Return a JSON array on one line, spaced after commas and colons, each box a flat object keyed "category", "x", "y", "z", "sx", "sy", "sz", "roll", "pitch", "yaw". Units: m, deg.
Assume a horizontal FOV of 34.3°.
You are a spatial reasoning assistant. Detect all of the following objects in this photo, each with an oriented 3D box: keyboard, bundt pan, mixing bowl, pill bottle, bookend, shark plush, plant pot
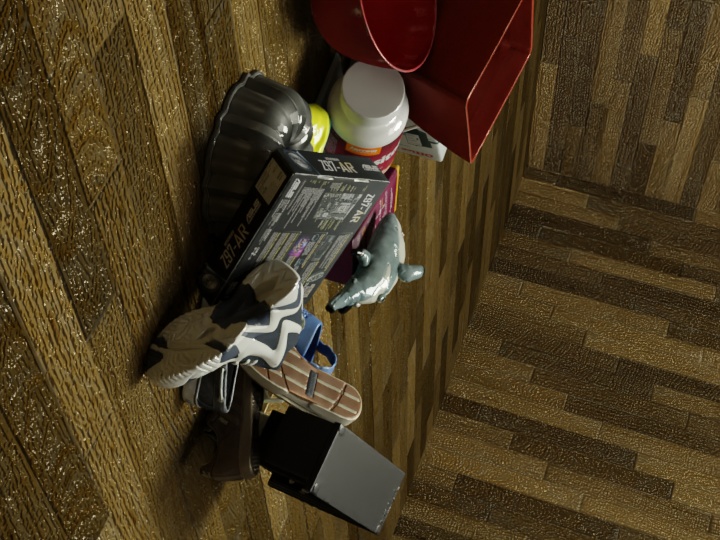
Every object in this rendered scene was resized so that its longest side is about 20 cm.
[{"category": "keyboard", "x": -0.062, "y": -0.208, "z": 1.630, "sx": 0.056, "sy": 0.011, "sz": 0.202, "roll": 88, "pitch": 21, "yaw": -66}, {"category": "bundt pan", "x": -0.111, "y": -0.128, "z": 1.370, "sx": 0.202, "sy": 0.075, "sz": 0.205, "roll": 15, "pitch": 90, "yaw": -77}, {"category": "mixing bowl", "x": 0.005, "y": -0.345, "z": 1.469, "sx": 0.199, "sy": 0.107, "sz": 0.204, "roll": 7, "pitch": 82, "yaw": -57}, {"category": "pill bottle", "x": 0.005, "y": -0.205, "z": 1.593, "sx": 0.200, "sy": 0.112, "sz": 0.114, "roll": 109, "pitch": 1, "yaw": -72}, {"category": "bookend", "x": -0.075, "y": 0.247, "z": 1.536, "sx": 0.093, "sy": 0.197, "sz": 0.200, "roll": -63, "pitch": 145, "yaw": -15}, {"category": "shark plush", "x": 0.000, "y": 0.000, "z": 1.604, "sx": 0.199, "sy": 0.090, "sz": 0.084, "roll": -35, "pitch": 122, "yaw": -37}, {"category": "plant pot", "x": 0.117, "y": -0.303, "z": 1.608, "sx": 0.202, "sy": 0.175, "sz": 0.200, "roll": -61, "pitch": 165, "yaw": -13}]

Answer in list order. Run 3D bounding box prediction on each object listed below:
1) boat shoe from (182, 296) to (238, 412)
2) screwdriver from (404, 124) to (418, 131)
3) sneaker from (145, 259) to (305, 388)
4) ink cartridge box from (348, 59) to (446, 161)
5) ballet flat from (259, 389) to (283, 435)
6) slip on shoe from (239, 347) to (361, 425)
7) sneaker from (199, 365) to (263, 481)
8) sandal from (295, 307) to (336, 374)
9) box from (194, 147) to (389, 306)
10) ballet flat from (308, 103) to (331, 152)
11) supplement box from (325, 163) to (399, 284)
[{"category": "boat shoe", "x": -0.158, "y": 0.071, "z": 1.406, "sx": 0.072, "sy": 0.067, "sz": 0.203, "roll": 16, "pitch": 88, "yaw": -77}, {"category": "screwdriver", "x": 0.041, "y": -0.202, "z": 1.707, "sx": 0.028, "sy": 0.198, "sz": 0.029, "roll": -96, "pitch": 163, "yaw": -69}, {"category": "sneaker", "x": -0.141, "y": 0.088, "z": 1.317, "sx": 0.199, "sy": 0.079, "sz": 0.130, "roll": -41, "pitch": 145, "yaw": -17}, {"category": "ink cartridge box", "x": 0.064, "y": -0.256, "z": 1.800, "sx": 0.200, "sy": 0.145, "sz": 0.084, "roll": 61, "pitch": 47, "yaw": -70}, {"category": "ballet flat", "x": -0.140, "y": 0.185, "z": 1.622, "sx": 0.069, "sy": 0.062, "sz": 0.202, "roll": 71, "pitch": 36, "yaw": -65}, {"category": "slip on shoe", "x": -0.091, "y": 0.144, "z": 1.527, "sx": 0.060, "sy": 0.199, "sz": 0.077, "roll": -36, "pitch": -150, "yaw": 47}, {"category": "sneaker", "x": -0.169, "y": 0.181, "z": 1.512, "sx": 0.202, "sy": 0.074, "sz": 0.071, "roll": -92, "pitch": 172, "yaw": -46}, {"category": "sandal", "x": -0.087, "y": 0.074, "z": 1.576, "sx": 0.080, "sy": 0.086, "sz": 0.202, "roll": -47, "pitch": 124, "yaw": -53}, {"category": "box", "x": -0.078, "y": -0.044, "z": 1.331, "sx": 0.159, "sy": 0.044, "sz": 0.201, "roll": -2, "pitch": 135, "yaw": -48}, {"category": "ballet flat", "x": -0.088, "y": -0.121, "z": 1.525, "sx": 0.067, "sy": 0.066, "sz": 0.203, "roll": 7, "pitch": 96, "yaw": -55}, {"category": "supplement box", "x": -0.026, "y": -0.080, "z": 1.696, "sx": 0.201, "sy": 0.109, "sz": 0.087, "roll": -60, "pitch": 160, "yaw": -47}]
